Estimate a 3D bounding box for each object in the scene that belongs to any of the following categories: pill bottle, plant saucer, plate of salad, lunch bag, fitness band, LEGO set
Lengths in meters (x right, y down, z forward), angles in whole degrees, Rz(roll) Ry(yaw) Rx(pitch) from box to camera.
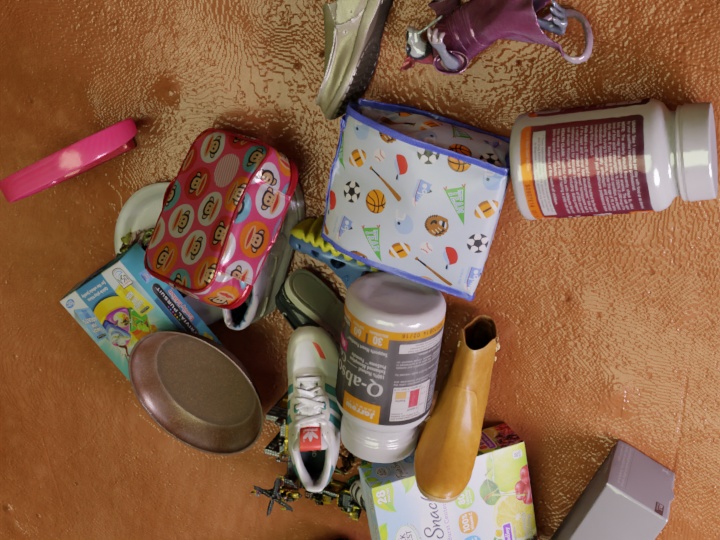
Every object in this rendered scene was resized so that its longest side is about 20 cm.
[{"bbox_3d":[0.031,0.113,1.184,0.115,0.116,0.202,15,119,17],"label":"pill bottle"},{"bbox_3d":[-0.207,0.151,1.329,0.198,0.037,0.203,13,128,18],"label":"plant saucer"},{"bbox_3d":[0.263,-0.115,1.065,0.197,0.114,0.116,-3,109,24],"label":"pill bottle"},{"bbox_3d":[-0.245,-0.015,1.355,0.197,0.048,0.203,8,113,19],"label":"plate of salad"},{"bbox_3d":[-0.178,-0.067,1.229,0.175,0.082,0.202,20,84,42],"label":"lunch bag"},{"bbox_3d":[-0.367,-0.140,1.303,0.198,0.144,0.038,-21,100,27],"label":"fitness band"},{"bbox_3d":[0.061,-0.087,1.158,0.197,0.124,0.172,16,116,8],"label":"lunch bag"},{"bbox_3d":[-0.057,0.246,1.333,0.152,0.116,0.202,20,116,15],"label":"LEGO set"}]

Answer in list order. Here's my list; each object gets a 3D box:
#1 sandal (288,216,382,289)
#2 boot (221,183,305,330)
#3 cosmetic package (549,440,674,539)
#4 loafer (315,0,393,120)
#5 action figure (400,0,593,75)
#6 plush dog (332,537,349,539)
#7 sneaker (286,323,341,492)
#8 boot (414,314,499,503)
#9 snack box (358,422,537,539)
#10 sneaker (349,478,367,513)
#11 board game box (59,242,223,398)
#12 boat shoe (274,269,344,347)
[{"bbox_3d":[0.000,0.000,1.243,0.198,0.079,0.088,24,121,14],"label":"sandal"},{"bbox_3d":[-0.124,-0.022,1.273,0.073,0.096,0.203,16,115,16],"label":"boot"},{"bbox_3d":[0.287,0.316,1.224,0.089,0.107,0.202,28,116,10],"label":"cosmetic package"},{"bbox_3d":[-0.012,-0.269,1.150,0.068,0.076,0.202,25,108,13],"label":"loafer"},{"bbox_3d":[0.125,-0.265,1.096,0.148,0.136,0.199,25,144,-36],"label":"action figure"},{"bbox_3d":[-0.041,0.464,1.410,0.200,0.160,0.173,-41,65,28],"label":"plush dog"},{"bbox_3d":[-0.053,0.167,1.220,0.069,0.094,0.203,-1,106,-1],"label":"sneaker"},{"bbox_3d":[0.112,0.151,1.179,0.070,0.202,0.146,14,125,8],"label":"boot"},{"bbox_3d":[0.110,0.299,1.256,0.197,0.068,0.171,-15,107,-11],"label":"snack box"},{"bbox_3d":[0.083,0.305,1.326,0.116,0.075,0.200,-46,122,-9],"label":"sneaker"},{"bbox_3d":[-0.286,0.079,1.374,0.150,0.047,0.201,-27,107,39],"label":"board game box"},{"bbox_3d":[-0.034,0.090,1.293,0.199,0.075,0.066,44,134,-10],"label":"boat shoe"}]
